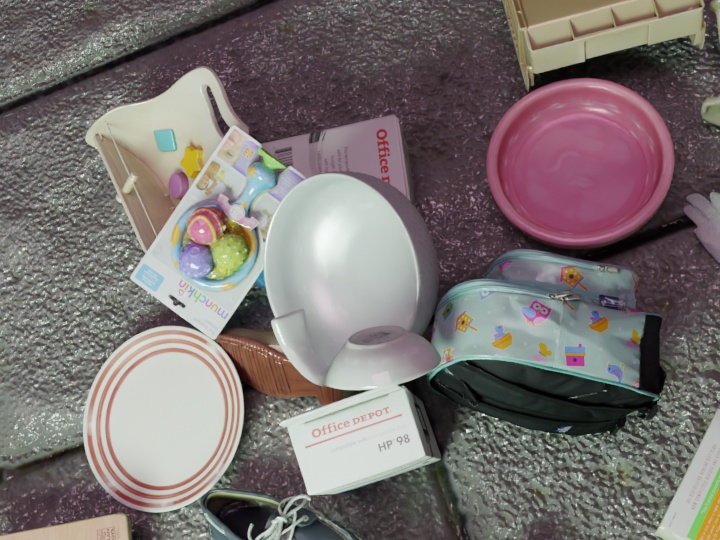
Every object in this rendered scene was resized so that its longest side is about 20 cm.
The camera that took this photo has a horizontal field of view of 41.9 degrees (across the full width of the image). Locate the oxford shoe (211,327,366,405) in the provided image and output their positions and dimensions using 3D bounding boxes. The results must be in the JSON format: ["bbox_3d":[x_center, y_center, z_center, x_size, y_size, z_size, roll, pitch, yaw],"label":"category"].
[{"bbox_3d":[-0.069,0.094,1.023,0.198,0.071,0.074,14,44,22],"label":"oxford shoe"}]

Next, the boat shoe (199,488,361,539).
[{"bbox_3d":[-0.078,0.254,0.914,0.199,0.062,0.075,9,47,42],"label":"boat shoe"}]

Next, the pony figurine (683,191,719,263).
[{"bbox_3d":[0.431,-0.031,0.906,0.198,0.167,0.195,-20,71,-12],"label":"pony figurine"}]

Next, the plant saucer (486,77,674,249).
[{"bbox_3d":[0.239,-0.112,1.028,0.198,0.051,0.203,-5,67,13],"label":"plant saucer"}]

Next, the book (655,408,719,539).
[{"bbox_3d":[0.390,0.231,0.853,0.199,0.048,0.134,28,75,21],"label":"book"}]

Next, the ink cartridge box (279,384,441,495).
[{"bbox_3d":[0.005,0.163,0.886,0.115,0.200,0.067,-20,75,6],"label":"ink cartridge box"}]

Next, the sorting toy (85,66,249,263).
[{"bbox_3d":[-0.201,-0.130,1.075,0.180,0.106,0.201,-44,61,28],"label":"sorting toy"}]

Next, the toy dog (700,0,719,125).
[{"bbox_3d":[0.467,-0.260,0.987,0.191,0.140,0.202,13,71,5],"label":"toy dog"}]

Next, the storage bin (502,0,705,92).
[{"bbox_3d":[0.267,-0.317,1.067,0.198,0.094,0.201,-12,58,8],"label":"storage bin"}]

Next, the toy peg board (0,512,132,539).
[{"bbox_3d":[-0.319,0.374,0.958,0.197,0.098,0.202,-9,66,-7],"label":"toy peg board"}]

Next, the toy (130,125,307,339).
[{"bbox_3d":[-0.147,-0.040,0.991,0.115,0.047,0.201,35,91,1],"label":"toy"}]

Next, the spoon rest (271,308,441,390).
[{"bbox_3d":[-0.008,0.079,0.857,0.099,0.061,0.199,-19,17,-34],"label":"spoon rest"}]

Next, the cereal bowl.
[{"bbox_3d":[0.000,0.000,0.939,0.198,0.083,0.203,6,100,39],"label":"cereal bowl"}]

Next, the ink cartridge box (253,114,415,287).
[{"bbox_3d":[-0.038,-0.076,1.063,0.197,0.084,0.148,-10,67,9],"label":"ink cartridge box"}]

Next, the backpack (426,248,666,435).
[{"bbox_3d":[0.163,0.068,0.882,0.197,0.176,0.155,5,71,-8],"label":"backpack"}]

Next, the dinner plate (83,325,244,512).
[{"bbox_3d":[-0.215,0.162,1.034,0.198,0.024,0.203,-5,73,16],"label":"dinner plate"}]
